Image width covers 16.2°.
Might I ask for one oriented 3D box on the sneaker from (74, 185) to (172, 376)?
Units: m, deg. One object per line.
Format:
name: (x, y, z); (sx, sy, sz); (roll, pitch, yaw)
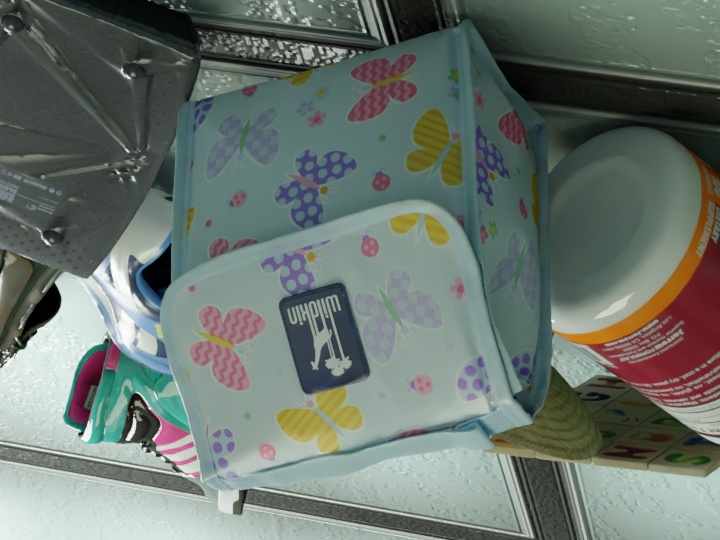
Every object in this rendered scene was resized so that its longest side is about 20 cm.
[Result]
sneaker: (-0.108, 0.012, 1.477); (0.082, 0.074, 0.200); (16, 160, 30)

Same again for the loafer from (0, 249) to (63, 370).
loafer: (-0.212, 0.018, 1.578); (0.063, 0.072, 0.200); (12, 154, -7)

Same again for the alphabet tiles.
alphabet tiles: (0.163, 0.086, 1.438); (0.199, 0.006, 0.166); (5, -166, 28)

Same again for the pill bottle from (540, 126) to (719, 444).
pill bottle: (0.180, 0.020, 1.290); (0.113, 0.113, 0.200); (-11, 146, 44)

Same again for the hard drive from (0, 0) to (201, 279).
hard drive: (-0.166, -0.082, 1.315); (0.134, 0.042, 0.200); (21, 140, -11)

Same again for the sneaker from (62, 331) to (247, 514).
sneaker: (-0.133, 0.097, 1.672); (0.120, 0.084, 0.200); (7, 147, 7)

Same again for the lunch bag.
lunch bag: (0.000, 0.000, 1.212); (0.169, 0.201, 0.127); (-13, 147, 23)

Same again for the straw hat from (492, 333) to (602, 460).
straw hat: (0.069, 0.013, 1.363); (0.201, 0.085, 0.201); (28, -164, -9)
